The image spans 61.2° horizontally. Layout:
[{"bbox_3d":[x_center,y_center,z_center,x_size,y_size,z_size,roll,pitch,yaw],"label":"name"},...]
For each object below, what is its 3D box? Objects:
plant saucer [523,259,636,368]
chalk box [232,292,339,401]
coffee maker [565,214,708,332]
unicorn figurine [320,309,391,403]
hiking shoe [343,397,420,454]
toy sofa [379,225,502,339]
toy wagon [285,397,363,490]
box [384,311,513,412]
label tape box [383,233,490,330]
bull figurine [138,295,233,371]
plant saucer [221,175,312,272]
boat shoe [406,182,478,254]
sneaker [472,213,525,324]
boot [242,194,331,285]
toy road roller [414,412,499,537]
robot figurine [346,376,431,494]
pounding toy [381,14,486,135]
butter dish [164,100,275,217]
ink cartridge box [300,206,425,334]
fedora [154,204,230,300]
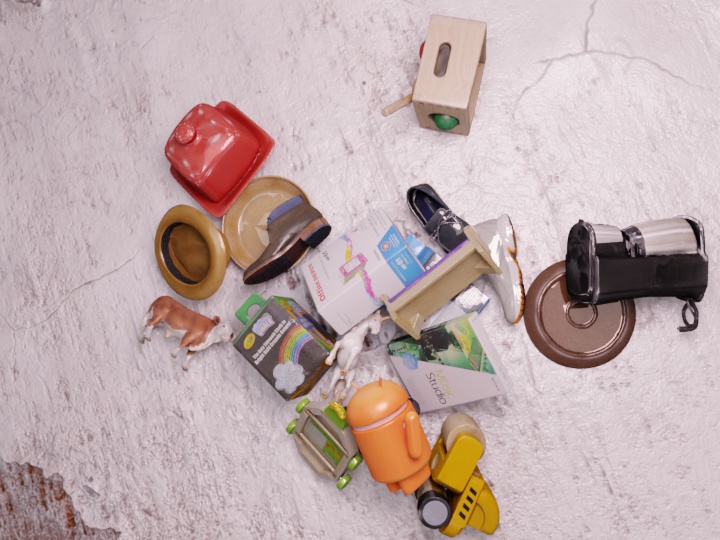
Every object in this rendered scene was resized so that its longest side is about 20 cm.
[{"bbox_3d":[0.397,0.077,1.103,0.197,0.034,0.203,-1,84,12],"label":"plant saucer"},{"bbox_3d":[-0.150,0.130,1.163,0.200,0.124,0.125,44,95,13],"label":"chalk box"},{"bbox_3d":[0.459,0.007,1.016,0.197,0.135,0.195,-5,71,-5],"label":"coffee maker"},{"bbox_3d":[-0.017,0.157,1.121,0.073,0.138,0.201,35,128,3],"label":"unicorn figurine"},{"bbox_3d":[0.028,0.296,1.140,0.198,0.076,0.102,-18,90,23],"label":"hiking shoe"},{"bbox_3d":[0.132,0.014,1.042,0.199,0.083,0.098,-39,43,14],"label":"toy sofa"},{"bbox_3d":[-0.059,0.303,1.113,0.155,0.039,0.201,42,131,20],"label":"toy wagon"},{"bbox_3d":[0.152,0.167,1.075,0.199,0.036,0.145,-26,96,40],"label":"box"},{"bbox_3d":[0.122,0.044,1.145,0.200,0.066,0.144,41,94,10],"label":"label tape box"},{"bbox_3d":[-0.352,0.123,1.225,0.198,0.066,0.122,24,57,20],"label":"bull figurine"},{"bbox_3d":[-0.182,-0.090,1.233,0.197,0.035,0.203,-1,85,12],"label":"plant saucer"},{"bbox_3d":[0.151,-0.085,1.130,0.075,0.062,0.201,-47,64,26],"label":"boat shoe"},{"bbox_3d":[0.250,0.001,1.126,0.091,0.076,0.203,-11,76,19],"label":"sneaker"},{"bbox_3d":[-0.159,-0.059,1.180,0.199,0.075,0.097,-35,68,-1],"label":"boot"},{"bbox_3d":[0.188,0.371,1.078,0.145,0.123,0.202,25,93,-1],"label":"toy road roller"},{"bbox_3d":[0.049,0.273,1.030,0.115,0.144,0.202,-24,94,0],"label":"robot figurine"},{"bbox_3d":[0.141,-0.340,1.115,0.140,0.184,0.203,13,88,12],"label":"pounding toy"},{"bbox_3d":[-0.307,-0.245,1.204,0.199,0.148,0.201,41,94,26],"label":"butter dish"},{"bbox_3d":[0.000,0.000,1.131,0.199,0.085,0.145,-37,39,7],"label":"ink cartridge box"},{"bbox_3d":[-0.325,-0.039,1.221,0.198,0.082,0.204,6,102,31],"label":"fedora"}]
